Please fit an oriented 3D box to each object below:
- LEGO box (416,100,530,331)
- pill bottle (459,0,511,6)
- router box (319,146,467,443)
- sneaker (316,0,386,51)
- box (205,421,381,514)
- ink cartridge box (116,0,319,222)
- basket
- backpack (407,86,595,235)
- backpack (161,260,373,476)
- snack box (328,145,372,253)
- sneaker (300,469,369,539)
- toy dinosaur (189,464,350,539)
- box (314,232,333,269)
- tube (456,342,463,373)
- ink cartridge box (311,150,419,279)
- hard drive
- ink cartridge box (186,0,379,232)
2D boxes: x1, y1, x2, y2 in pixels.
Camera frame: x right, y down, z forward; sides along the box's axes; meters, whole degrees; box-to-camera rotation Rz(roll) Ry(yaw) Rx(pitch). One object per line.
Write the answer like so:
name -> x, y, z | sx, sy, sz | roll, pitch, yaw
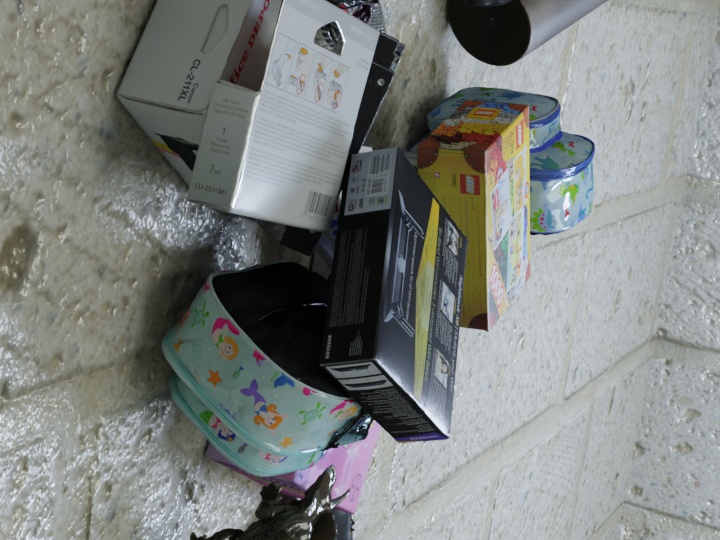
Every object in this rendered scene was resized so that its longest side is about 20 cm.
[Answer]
LEGO box -> 0.122, -0.059, 1.724 | 0.149, 0.077, 0.201 | -46, 138, -56
pill bottle -> 0.127, -0.387, 1.733 | 0.201, 0.111, 0.112 | 74, 36, -53
router box -> 0.032, 0.023, 1.381 | 0.157, 0.052, 0.201 | 49, 41, -50
sneaker -> -0.010, -0.257, 1.512 | 0.200, 0.074, 0.081 | 51, 55, -65
box -> -0.050, 0.129, 1.608 | 0.200, 0.096, 0.177 | 45, 61, -65
ink cartridge box -> -0.102, -0.150, 1.324 | 0.200, 0.082, 0.147 | 57, 51, -63
basket -> 0.199, -0.332, 1.910 | 0.200, 0.179, 0.137 | -42, 125, -40
backpack -> 0.167, -0.124, 1.871 | 0.183, 0.199, 0.148 | -39, 138, -57
backpack -> -0.075, 0.083, 1.402 | 0.151, 0.178, 0.200 | -49, 163, 14
snack box -> 0.003, -0.021, 1.540 | 0.072, 0.024, 0.202 | 2, 73, -54
sneaker -> -0.028, 0.283, 1.718 | 0.200, 0.106, 0.075 | -48, 179, -40
toy dinosaur -> -0.094, 0.248, 1.462 | 0.199, 0.077, 0.102 | -32, 150, -5
box -> 0.000, 0.000, 1.594 | 0.039, 0.041, 0.200 | -45, 118, -11
tube -> 0.044, 0.079, 1.759 | 0.200, 0.050, 0.078 | 17, -90, 66
ink cartridge box -> 0.031, -0.049, 1.728 | 0.200, 0.082, 0.148 | -14, 115, -67
hard drive -> -0.029, -0.118, 1.452 | 0.201, 0.038, 0.140 | -64, -165, 4
ink cartridge box -> -0.057, -0.125, 1.279 | 0.200, 0.043, 0.175 | 10, 94, -69
